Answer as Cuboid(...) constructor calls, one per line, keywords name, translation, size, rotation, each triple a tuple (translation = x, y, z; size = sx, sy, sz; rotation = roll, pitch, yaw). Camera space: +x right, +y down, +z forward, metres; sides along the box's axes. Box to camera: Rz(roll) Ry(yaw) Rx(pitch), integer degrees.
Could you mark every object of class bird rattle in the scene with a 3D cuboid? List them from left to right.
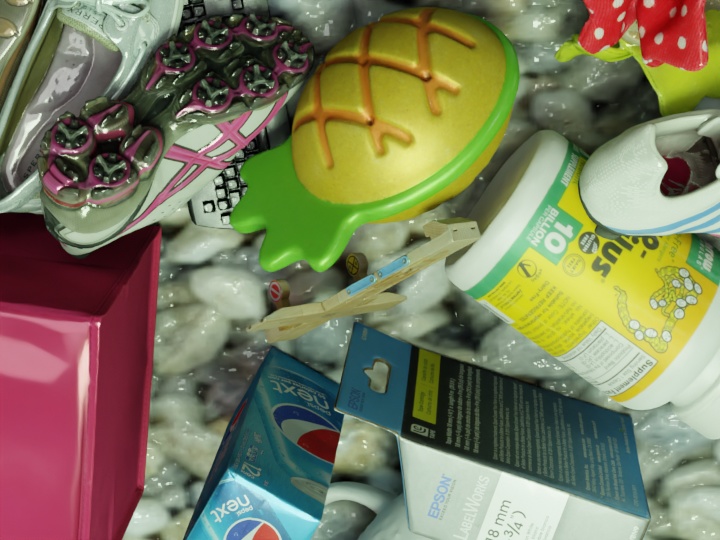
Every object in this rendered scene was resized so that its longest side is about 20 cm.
Cuboid(name="bird rattle", translation=(0.163, -0.178, 0.921), size=(0.111, 0.200, 0.165), rotation=(13, 80, 17))

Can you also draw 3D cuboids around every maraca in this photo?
Cuboid(name="maraca", translation=(0.008, -0.079, 0.983), size=(0.200, 0.137, 0.107), rotation=(-40, 132, 0))

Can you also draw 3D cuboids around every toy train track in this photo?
Cuboid(name="toy train track", translation=(0.000, 0.000, 1.009), size=(0.199, 0.114, 0.033), rotation=(-29, 74, 49))

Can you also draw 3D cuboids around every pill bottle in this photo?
Cuboid(name="pill bottle", translation=(0.160, 0.014, 1.012), size=(0.199, 0.113, 0.113), rotation=(36, 106, -6))

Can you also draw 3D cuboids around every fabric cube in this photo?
Cuboid(name="fabric cube", translation=(-0.241, 0.079, 1.014), size=(0.197, 0.200, 0.199), rotation=(8, 106, 2))

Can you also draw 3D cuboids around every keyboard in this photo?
Cuboid(name="keyboard", translation=(-0.102, -0.119, 1.028), size=(0.103, 0.040, 0.202), rotation=(-9, 105, 6))

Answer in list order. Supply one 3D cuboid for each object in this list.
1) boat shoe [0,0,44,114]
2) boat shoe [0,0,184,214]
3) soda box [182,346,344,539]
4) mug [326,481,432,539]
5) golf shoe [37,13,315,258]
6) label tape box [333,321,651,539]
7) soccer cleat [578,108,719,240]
Cuboid(name="boat shoe", translation=(-0.239, -0.132, 1.018), size=(0.075, 0.072, 0.202), rotation=(25, 96, 6))
Cuboid(name="boat shoe", translation=(-0.169, -0.124, 0.989), size=(0.074, 0.065, 0.203), rotation=(33, 103, 9))
Cuboid(name="soda box", translation=(-0.056, 0.122, 1.013), size=(0.064, 0.200, 0.068), rotation=(29, 107, -5))
Cuboid(name="mug", translation=(0.025, 0.221, 1.080), size=(0.199, 0.147, 0.177), rotation=(30, 103, 27))
Cuboid(name="golf shoe", translation=(-0.111, -0.084, 0.991), size=(0.199, 0.092, 0.073), rotation=(-35, 68, -25))
Cuboid(name="label tape box", translation=(0.074, 0.116, 1.033), size=(0.198, 0.144, 0.064), rotation=(19, 110, -1))
Cuboid(name="soccer cleat", translation=(0.220, -0.057, 0.958), size=(0.198, 0.086, 0.071), rotation=(-8, 68, -32))
